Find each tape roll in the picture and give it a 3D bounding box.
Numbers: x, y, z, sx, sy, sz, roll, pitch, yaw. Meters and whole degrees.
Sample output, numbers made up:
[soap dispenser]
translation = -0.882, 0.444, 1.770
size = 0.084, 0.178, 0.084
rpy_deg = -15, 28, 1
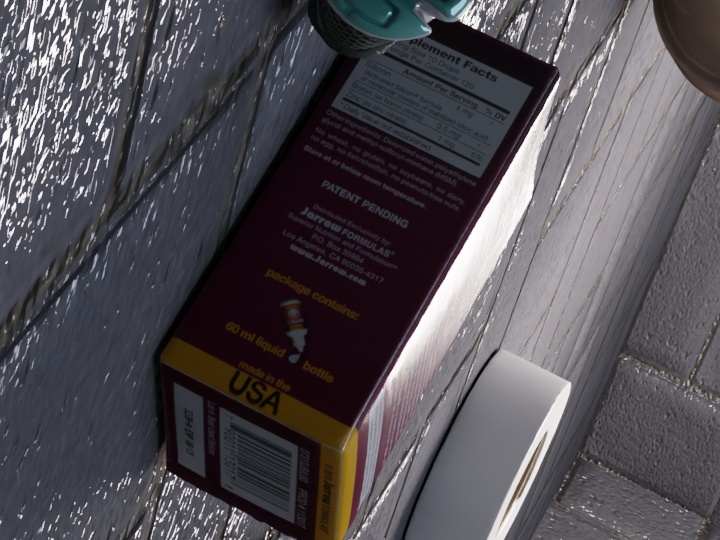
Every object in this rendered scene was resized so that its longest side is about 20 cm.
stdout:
[tape roll]
translation = 0.111, 0.174, 2.085
size = 0.203, 0.070, 0.203
rpy_deg = -62, 170, -19

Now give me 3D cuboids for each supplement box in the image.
[supplement box]
translation = 0.000, 0.000, 1.000
size = 0.201, 0.085, 0.111
rpy_deg = -59, 169, -26

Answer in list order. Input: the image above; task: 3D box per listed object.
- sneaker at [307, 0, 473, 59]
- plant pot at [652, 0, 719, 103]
[sneaker]
translation = 0.033, -0.161, 0.873
size = 0.201, 0.077, 0.091
rpy_deg = -57, -176, -20
[plant pot]
translation = 0.298, -0.238, 1.798
size = 0.202, 0.199, 0.174
rpy_deg = -64, 151, -2
